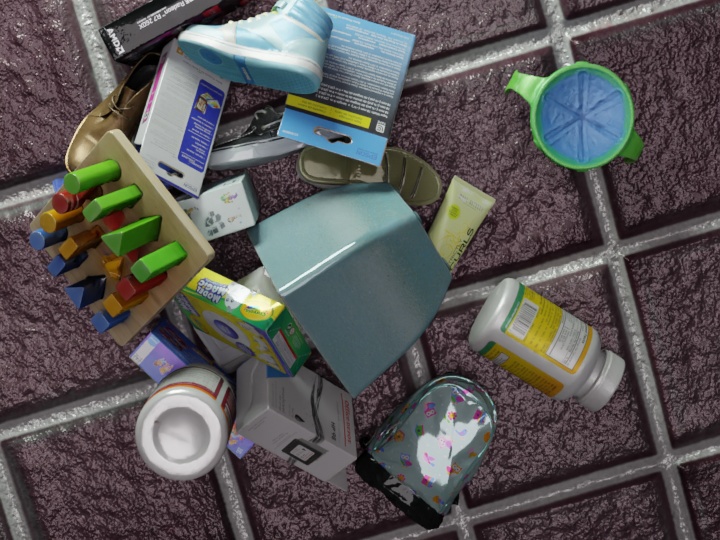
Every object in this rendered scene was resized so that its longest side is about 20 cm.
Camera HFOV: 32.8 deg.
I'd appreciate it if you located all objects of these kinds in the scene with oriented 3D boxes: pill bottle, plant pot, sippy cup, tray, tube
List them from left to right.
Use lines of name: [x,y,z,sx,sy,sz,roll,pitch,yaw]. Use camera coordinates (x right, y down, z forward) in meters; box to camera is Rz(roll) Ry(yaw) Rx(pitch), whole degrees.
pill bottle: [-0.208,0.177,1.491,0.108,0.200,0.111,0,96,-2]
tray: [-0.160,0.073,1.640,0.199,0.022,0.108,-28,97,46]
plant pot: [0.000,0.000,1.587,0.199,0.196,0.197,-34,121,1]
tube: [0.110,-0.027,1.683,0.052,0.058,0.201,30,93,21]
pill bottle: [0.257,0.106,1.670,0.199,0.113,0.113,31,95,-4]
sippy cup: [0.283,-0.204,1.624,0.139,0.130,0.179,-26,97,1]

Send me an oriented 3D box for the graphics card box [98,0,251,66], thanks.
graphics card box: [-0.238,-0.337,1.603,0.199,0.125,0.051,-27,97,2]

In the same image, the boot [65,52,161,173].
boot: [-0.321,-0.207,1.604,0.073,0.076,0.201,33,71,2]

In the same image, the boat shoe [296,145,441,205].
boat shoe: [0.011,-0.132,1.660,0.198,0.068,0.076,13,87,-8]

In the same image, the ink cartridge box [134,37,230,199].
ink cartridge box: [-0.231,-0.193,1.573,0.094,0.037,0.202,28,57,-29]

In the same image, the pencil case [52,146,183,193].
pencil case: [-0.316,-0.120,1.648,0.198,0.087,0.078,-23,122,3]

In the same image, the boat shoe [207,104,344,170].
boat shoe: [-0.119,-0.189,1.658,0.198,0.072,0.072,-17,89,-10]

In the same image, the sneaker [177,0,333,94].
sneaker: [-0.126,-0.309,1.569,0.198,0.080,0.132,16,73,10]

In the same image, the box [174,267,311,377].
box: [-0.165,0.054,1.548,0.199,0.118,0.049,25,67,31]

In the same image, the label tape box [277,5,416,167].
label tape box: [-0.020,-0.232,1.611,0.143,0.063,0.202,17,70,-3]

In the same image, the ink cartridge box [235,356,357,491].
ink cartridge box: [-0.071,0.199,1.634,0.199,0.116,0.067,34,121,-31]

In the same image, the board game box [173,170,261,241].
board game box: [-0.237,-0.067,1.625,0.198,0.148,0.065,-18,99,2]

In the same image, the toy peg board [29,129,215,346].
toy peg board: [-0.318,-0.028,1.493,0.199,0.098,0.201,-41,85,30]

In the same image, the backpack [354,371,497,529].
backpack: [0.105,0.239,1.677,0.166,0.127,0.201,38,92,-2]

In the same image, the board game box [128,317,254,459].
board game box: [-0.216,0.156,1.657,0.200,0.134,0.045,43,94,-5]
